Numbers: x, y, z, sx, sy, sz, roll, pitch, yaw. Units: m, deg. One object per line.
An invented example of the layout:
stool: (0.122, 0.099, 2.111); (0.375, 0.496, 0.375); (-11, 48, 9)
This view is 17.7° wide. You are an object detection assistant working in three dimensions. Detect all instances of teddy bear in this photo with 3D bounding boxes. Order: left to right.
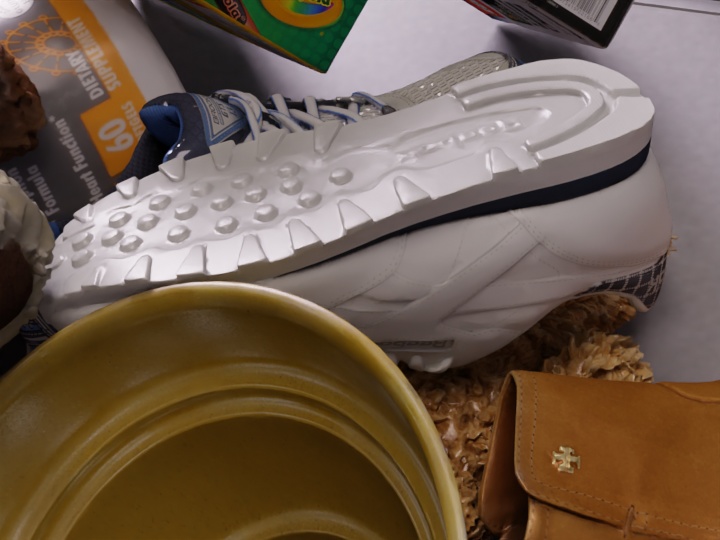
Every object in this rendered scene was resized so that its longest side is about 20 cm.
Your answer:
teddy bear: (0.028, 0.034, 0.778); (0.145, 0.067, 0.200); (32, 64, 32)

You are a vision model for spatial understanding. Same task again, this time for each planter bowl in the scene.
planter bowl: (-0.039, 0.111, 0.665); (0.200, 0.083, 0.201); (-13, 63, 27)

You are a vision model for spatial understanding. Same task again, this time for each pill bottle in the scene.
pill bottle: (-0.160, -0.021, 0.823); (0.200, 0.117, 0.116); (-31, 54, -12)

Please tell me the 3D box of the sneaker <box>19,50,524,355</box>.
sneaker: (-0.030, -0.026, 0.772); (0.200, 0.085, 0.077); (-31, 32, -7)

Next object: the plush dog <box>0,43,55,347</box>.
plush dog: (-0.172, -0.081, 0.696); (0.160, 0.200, 0.172); (-5, 31, 20)

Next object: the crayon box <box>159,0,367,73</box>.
crayon box: (-0.084, -0.140, 0.844); (0.058, 0.119, 0.200); (-60, 30, 1)

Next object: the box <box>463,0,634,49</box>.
box: (-0.003, -0.147, 0.828); (0.035, 0.200, 0.110); (-60, 23, 1)

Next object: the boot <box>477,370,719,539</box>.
boot: (0.114, 0.049, 0.719); (0.144, 0.071, 0.202); (19, 62, -8)

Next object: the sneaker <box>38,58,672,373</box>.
sneaker: (0.000, 0.000, 0.720); (0.199, 0.081, 0.076); (-12, 36, 0)
